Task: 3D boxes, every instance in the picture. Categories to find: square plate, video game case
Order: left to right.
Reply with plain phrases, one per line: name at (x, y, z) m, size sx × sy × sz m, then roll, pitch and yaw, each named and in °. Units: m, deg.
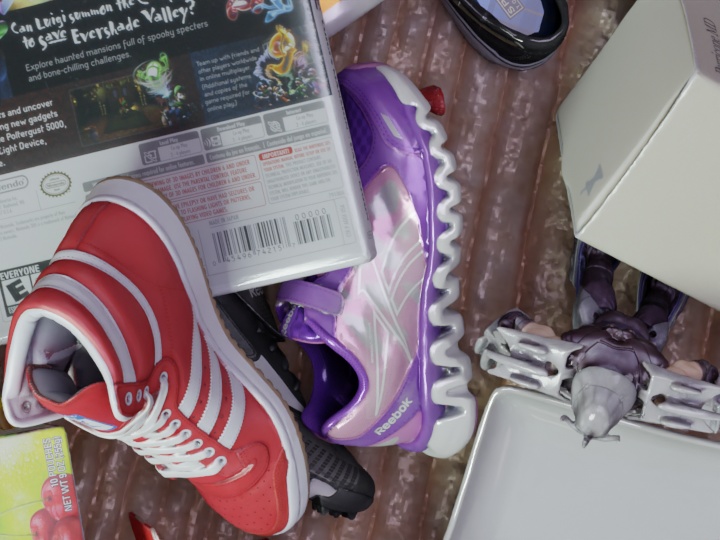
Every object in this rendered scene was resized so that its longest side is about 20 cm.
video game case at (-0.107, -0.072, 1.367) m, size 0.200 × 0.023 × 0.182 m, roll -13°, pitch 93°, yaw 14°
square plate at (0.131, 0.162, 1.457) m, size 0.200 × 0.028 × 0.198 m, roll 14°, pitch 112°, yaw -11°

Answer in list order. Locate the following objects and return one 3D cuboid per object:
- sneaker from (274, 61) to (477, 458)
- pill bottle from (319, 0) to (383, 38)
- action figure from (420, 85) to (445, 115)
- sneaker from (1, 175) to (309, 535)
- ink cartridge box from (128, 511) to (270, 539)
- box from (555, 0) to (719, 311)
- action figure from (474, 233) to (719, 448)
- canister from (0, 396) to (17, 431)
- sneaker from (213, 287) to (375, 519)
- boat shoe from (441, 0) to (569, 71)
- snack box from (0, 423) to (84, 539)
sneaker at (0.000, 0.000, 1.393) m, size 0.088 × 0.080 × 0.201 m, roll -10°, pitch 100°, yaw -21°
pill bottle at (-0.068, -0.201, 1.411) m, size 0.112 × 0.112 × 0.200 m, roll -35°, pitch 95°, yaw -10°
action figure at (-0.056, -0.062, 1.442) m, size 0.199 × 0.052 × 0.066 m, roll -4°, pitch 109°, yaw -9°
sneaker at (-0.097, 0.068, 1.320) m, size 0.200 × 0.071 × 0.113 m, roll 63°, pitch 38°, yaw -26°
ink cartridge box at (-0.044, 0.203, 1.406) m, size 0.067 × 0.116 × 0.200 m, roll -23°, pitch 94°, yaw -10°
box at (0.212, -0.045, 1.431) m, size 0.200 × 0.128 × 0.109 m, roll 27°, pitch 118°, yaw -17°
action figure at (0.128, 0.034, 1.407) m, size 0.130 × 0.200 × 0.069 m, roll 24°, pitch 121°, yaw 0°
canister at (-0.238, 0.088, 1.386) m, size 0.148 × 0.087 × 0.200 m, roll -28°, pitch 96°, yaw -11°
sneaker at (-0.064, 0.045, 1.431) m, size 0.200 × 0.066 × 0.091 m, roll 35°, pitch 85°, yaw -7°
boat shoe at (0.037, -0.186, 1.454) m, size 0.070 × 0.066 × 0.200 m, roll -37°, pitch 95°, yaw -11°
snack box at (-0.193, 0.182, 1.326) m, size 0.142 × 0.053 × 0.201 m, roll -11°, pitch 92°, yaw -16°
